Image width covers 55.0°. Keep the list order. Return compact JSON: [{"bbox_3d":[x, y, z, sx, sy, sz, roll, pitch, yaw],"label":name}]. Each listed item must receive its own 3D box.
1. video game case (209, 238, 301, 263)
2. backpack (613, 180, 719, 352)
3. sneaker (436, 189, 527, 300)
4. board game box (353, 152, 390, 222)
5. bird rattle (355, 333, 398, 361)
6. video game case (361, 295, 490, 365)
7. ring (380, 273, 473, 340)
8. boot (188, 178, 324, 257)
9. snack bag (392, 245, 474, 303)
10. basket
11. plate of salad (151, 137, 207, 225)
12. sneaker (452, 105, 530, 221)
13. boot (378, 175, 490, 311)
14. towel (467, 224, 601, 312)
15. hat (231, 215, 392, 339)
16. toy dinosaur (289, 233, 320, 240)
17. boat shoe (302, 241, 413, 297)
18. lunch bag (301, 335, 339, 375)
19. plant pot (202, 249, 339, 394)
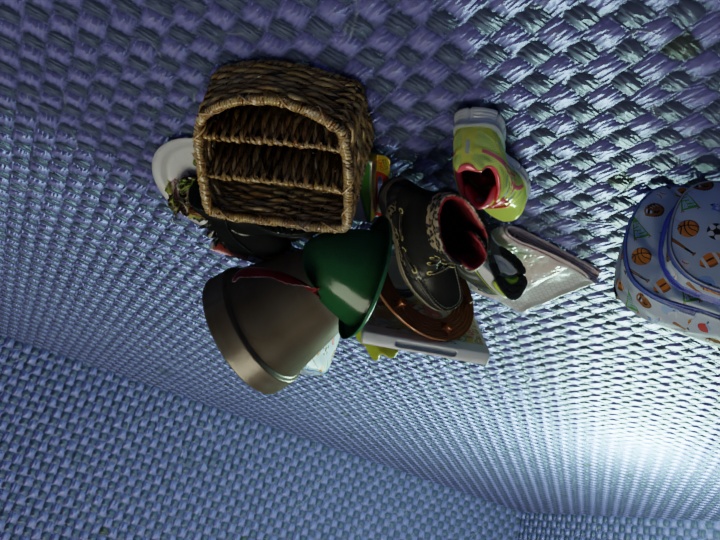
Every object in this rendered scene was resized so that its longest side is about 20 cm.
[{"bbox_3d":[-0.143,-0.026,1.164,0.199,0.018,0.143,17,-168,-4],"label":"video game case"},{"bbox_3d":[0.395,-0.011,0.792,0.190,0.201,0.154,12,152,23],"label":"backpack"},{"bbox_3d":[0.150,-0.030,0.983,0.200,0.074,0.081,49,150,-20],"label":"sneaker"},{"bbox_3d":[-0.059,-0.124,0.928,0.199,0.030,0.096,11,129,13],"label":"board game box"},{"bbox_3d":[0.044,0.060,1.219,0.162,0.113,0.200,1,136,26],"label":"bird rattle"},{"bbox_3d":[0.091,0.078,1.048,0.181,0.023,0.200,10,-164,-3],"label":"video game case"},{"bbox_3d":[0.091,0.010,1.000,0.200,0.201,0.019,26,133,-25],"label":"ring"},{"bbox_3d":[-0.130,-0.062,0.952,0.197,0.074,0.163,10,162,12],"label":"boot"},{"bbox_3d":[0.067,0.001,1.165,0.200,0.021,0.188,39,155,-30],"label":"snack bag"},{"bbox_3d":[-0.096,-0.146,0.812,0.199,0.150,0.143,10,156,14],"label":"basket"},{"bbox_3d":[-0.224,-0.115,1.041,0.199,0.048,0.201,11,143,9],"label":"plate of salad"},{"bbox_3d":[0.150,-0.104,0.834,0.078,0.091,0.200,-1,153,29],"label":"sneaker"},{"bbox_3d":[0.104,-0.022,0.871,0.150,0.073,0.201,23,138,64],"label":"boot"},{"bbox_3d":[0.239,0.002,1.088,0.190,0.032,0.200,24,154,-19],"label":"towel"},{"bbox_3d":[-0.068,-0.017,0.864,0.175,0.167,0.200,17,161,-14],"label":"hat"},{"bbox_3d":[-0.059,-0.077,1.002,0.106,0.061,0.200,24,143,-14],"label":"toy dinosaur"},{"bbox_3d":[0.000,0.000,1.113,0.199,0.073,0.062,15,152,15],"label":"boat shoe"},{"bbox_3d":[-0.090,0.089,1.266,0.075,0.201,0.160,7,168,21],"label":"lunch bag"},{"bbox_3d":[-0.107,0.055,1.034,0.173,0.201,0.200,-31,140,13],"label":"plant pot"}]
